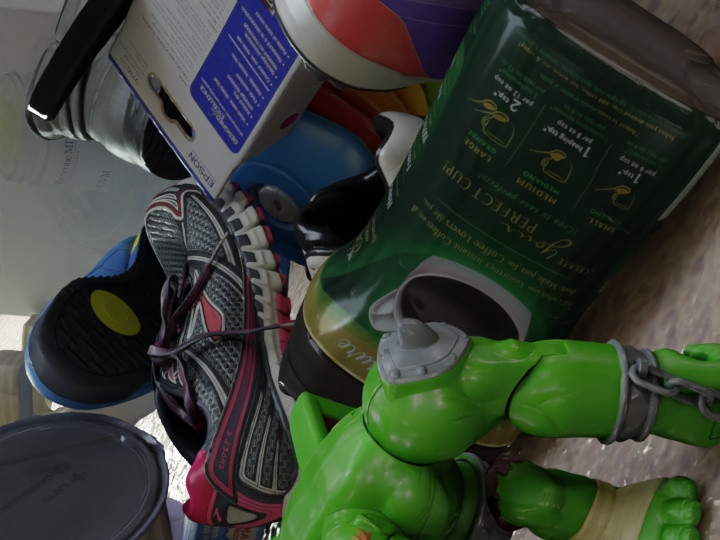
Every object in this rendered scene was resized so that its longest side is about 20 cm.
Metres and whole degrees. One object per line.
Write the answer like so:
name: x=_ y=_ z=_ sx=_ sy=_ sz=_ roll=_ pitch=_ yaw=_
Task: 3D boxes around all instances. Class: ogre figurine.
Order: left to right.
ogre figurine: x=0.030 y=0.092 z=0.642 sx=0.200 sy=0.119 sz=0.099 roll=-49 pitch=25 yaw=45

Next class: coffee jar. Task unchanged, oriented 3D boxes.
coffee jar: x=0.051 y=-0.013 z=0.729 sx=0.201 sy=0.104 sz=0.085 roll=-57 pitch=6 yaw=27

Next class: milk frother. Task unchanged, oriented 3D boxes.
milk frother: x=-0.121 y=0.203 z=0.833 sx=0.180 sy=0.199 sz=0.190 roll=-36 pitch=-47 yaw=-36

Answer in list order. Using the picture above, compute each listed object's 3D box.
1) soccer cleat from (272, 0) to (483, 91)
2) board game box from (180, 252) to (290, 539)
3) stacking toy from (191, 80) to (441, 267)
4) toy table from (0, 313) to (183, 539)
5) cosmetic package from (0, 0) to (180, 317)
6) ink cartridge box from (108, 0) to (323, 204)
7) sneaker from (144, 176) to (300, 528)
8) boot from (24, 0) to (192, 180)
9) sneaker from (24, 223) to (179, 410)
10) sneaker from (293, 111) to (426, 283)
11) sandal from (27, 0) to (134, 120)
soccer cleat: x=0.052 y=-0.110 z=0.764 sx=0.073 sy=0.199 sz=0.069 roll=-38 pitch=69 yaw=34
board game box: x=-0.068 y=0.087 z=0.994 sx=0.201 sy=0.036 sz=0.152 roll=-90 pitch=11 yaw=-47
stacking toy: x=0.008 y=-0.100 z=0.985 sx=0.201 sy=0.109 sz=0.117 roll=-54 pitch=-23 yaw=-32
toy table: x=-0.194 y=0.095 z=1.067 sx=0.184 sy=0.198 sz=0.118 roll=-151 pitch=64 yaw=-75
cosmetic package: x=-0.166 y=-0.082 z=1.161 sx=0.123 sy=0.198 sz=0.201 roll=-89 pitch=4 yaw=-63
ink cartridge box: x=-0.047 y=-0.124 z=0.837 sx=0.037 sy=0.095 sz=0.200 roll=-25 pitch=-17 yaw=-40
sneaker: x=-0.068 y=0.031 z=0.881 sx=0.081 sy=0.074 sz=0.201 roll=96 pitch=157 yaw=-43
boot: x=-0.106 y=-0.152 z=0.999 sx=0.130 sy=0.068 sz=0.201 roll=24 pitch=87 yaw=43
sneaker: x=-0.130 y=0.038 z=0.952 sx=0.078 sy=0.066 sz=0.200 roll=-45 pitch=5 yaw=19
sneaker: x=0.000 y=0.000 z=0.888 sx=0.201 sy=0.087 sz=0.076 roll=-56 pitch=23 yaw=35
sandal: x=-0.111 y=-0.165 z=0.901 sx=0.201 sy=0.045 sz=0.075 roll=-57 pitch=4 yaw=-13
